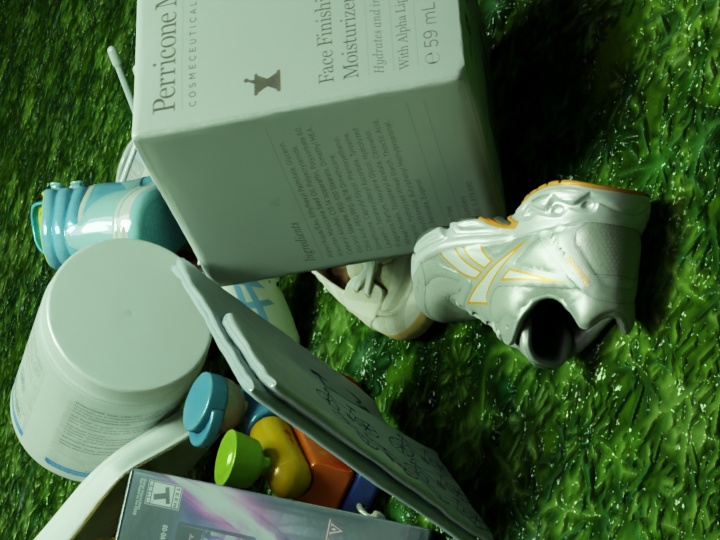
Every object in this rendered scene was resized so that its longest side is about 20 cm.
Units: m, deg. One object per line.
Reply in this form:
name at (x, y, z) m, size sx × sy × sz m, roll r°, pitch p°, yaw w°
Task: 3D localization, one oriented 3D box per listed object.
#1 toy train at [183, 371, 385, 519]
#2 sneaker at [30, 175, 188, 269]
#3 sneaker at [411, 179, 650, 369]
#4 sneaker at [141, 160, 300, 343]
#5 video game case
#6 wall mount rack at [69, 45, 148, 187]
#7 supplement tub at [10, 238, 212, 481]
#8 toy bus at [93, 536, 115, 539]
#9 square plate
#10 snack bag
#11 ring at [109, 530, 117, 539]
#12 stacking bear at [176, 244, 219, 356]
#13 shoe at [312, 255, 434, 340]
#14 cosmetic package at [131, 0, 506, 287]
toy train at (-0.043, 0.135, 1.133) m, size 0.085 × 0.116 × 0.200 m, roll -66°, pitch 26°, yaw 19°
sneaker at (-0.195, -0.052, 1.432) m, size 0.200 × 0.130 × 0.080 m, roll -32°, pitch -61°, yaw -68°
sneaker at (0.088, 0.015, 0.987) m, size 0.200 × 0.076 × 0.092 m, roll -27°, pitch 56°, yaw 59°
sneaker at (-0.094, -0.025, 1.313) m, size 0.072 × 0.200 × 0.072 m, roll -28°, pitch 2°, yaw 5°
video game case at (-0.064, 0.211, 1.074) m, size 0.019 × 0.200 × 0.143 m, roll 42°, pitch -121°, yaw -73°
wall mount rack at (-0.234, -0.125, 1.742) m, size 0.200 × 0.074 × 0.174 m, roll 37°, pitch 109°, yaw 63°
supplement tub at (-0.197, 0.075, 1.350) m, size 0.200 × 0.132 × 0.132 m, roll 126°, pitch 150°, yaw -58°
toy bus at (-0.114, 0.249, 1.220) m, size 0.192 × 0.136 × 0.200 m, roll -44°, pitch 33°, yaw 26°
square plate at (-0.185, 0.172, 1.343) m, size 0.198 × 0.028 × 0.200 m, roll -49°, pitch -9°, yaw 32°
snack bag at (-0.020, 0.076, 1.046) m, size 0.021 × 0.189 × 0.200 m, roll -50°, pitch 28°, yaw 5°
ring at (-0.205, 0.287, 1.389) m, size 0.200 × 0.019 × 0.201 m, roll 22°, pitch -90°, yaw -79°
stacking bear at (-0.166, 0.026, 1.480) m, size 0.200 × 0.121 × 0.114 m, roll 5°, pitch 80°, yaw 56°
shoe at (0.000, 0.000, 1.198) m, size 0.200 × 0.053 × 0.070 m, roll 29°, pitch 102°, yaw 65°
cosmetic package at (-0.022, -0.112, 1.077) m, size 0.165 × 0.200 × 0.165 m, roll 68°, pitch -165°, yaw -54°
